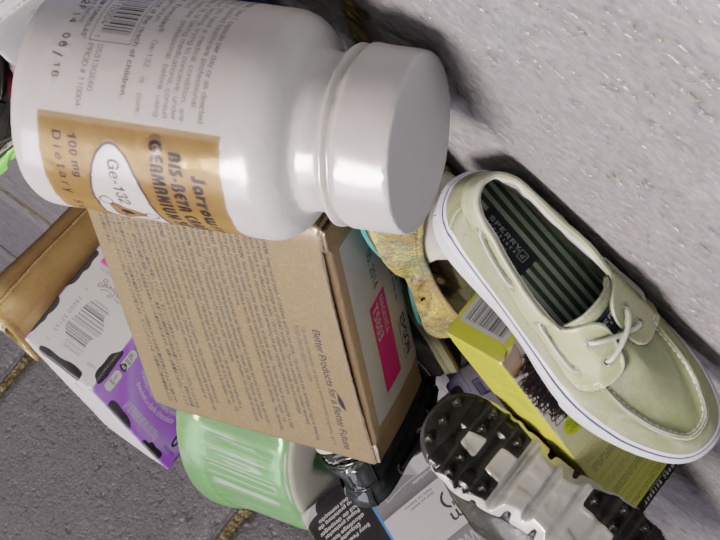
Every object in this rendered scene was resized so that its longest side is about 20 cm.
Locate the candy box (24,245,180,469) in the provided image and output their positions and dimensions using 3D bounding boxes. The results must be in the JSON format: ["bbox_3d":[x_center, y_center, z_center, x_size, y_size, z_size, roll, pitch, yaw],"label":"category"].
[{"bbox_3d":[-0.130,0.021,1.441,0.071,0.201,0.168,32,167,25],"label":"candy box"}]

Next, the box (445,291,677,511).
[{"bbox_3d":[0.126,0.071,1.160,0.050,0.075,0.200,28,165,42],"label":"box"}]

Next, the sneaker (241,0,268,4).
[{"bbox_3d":[-0.105,-0.144,1.092,0.200,0.071,0.083,44,175,2],"label":"sneaker"}]

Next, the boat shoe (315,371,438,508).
[{"bbox_3d":[0.018,0.099,1.309,0.199,0.074,0.067,-64,-48,-73],"label":"boat shoe"}]

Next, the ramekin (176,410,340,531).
[{"bbox_3d":[-0.032,0.092,1.441,0.097,0.201,0.200,20,160,35],"label":"ramekin"}]

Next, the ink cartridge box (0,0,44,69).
[{"bbox_3d":[-0.227,-0.202,1.113,0.201,0.050,0.109,54,179,15],"label":"ink cartridge box"}]

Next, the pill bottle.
[{"bbox_3d":[-0.062,-0.076,0.980,0.198,0.115,0.115,9,158,20],"label":"pill bottle"}]

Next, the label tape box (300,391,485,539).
[{"bbox_3d":[0.068,0.202,1.335,0.063,0.144,0.201,42,-170,-51],"label":"label tape box"}]

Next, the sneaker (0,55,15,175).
[{"bbox_3d":[-0.211,-0.120,1.186,0.084,0.200,0.077,28,-155,-53],"label":"sneaker"}]

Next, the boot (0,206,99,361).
[{"bbox_3d":[-0.187,-0.017,1.473,0.066,0.201,0.175,33,167,24],"label":"boot"}]

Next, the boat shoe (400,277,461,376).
[{"bbox_3d":[0.000,0.000,1.246,0.201,0.066,0.072,55,-163,-40],"label":"boat shoe"}]

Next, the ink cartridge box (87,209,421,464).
[{"bbox_3d":[-0.061,0.008,1.166,0.163,0.075,0.201,13,139,24],"label":"ink cartridge box"}]

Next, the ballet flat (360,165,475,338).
[{"bbox_3d":[0.049,-0.016,1.120,0.070,0.071,0.200,32,166,27],"label":"ballet flat"}]

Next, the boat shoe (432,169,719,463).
[{"bbox_3d":[0.116,0.027,1.036,0.200,0.072,0.062,43,170,-5],"label":"boat shoe"}]

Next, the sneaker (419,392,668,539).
[{"bbox_3d":[0.117,0.151,1.162,0.200,0.067,0.091,41,170,7],"label":"sneaker"}]

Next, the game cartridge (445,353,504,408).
[{"bbox_3d":[0.124,0.137,1.311,0.129,0.038,0.201,35,-162,-50],"label":"game cartridge"}]
